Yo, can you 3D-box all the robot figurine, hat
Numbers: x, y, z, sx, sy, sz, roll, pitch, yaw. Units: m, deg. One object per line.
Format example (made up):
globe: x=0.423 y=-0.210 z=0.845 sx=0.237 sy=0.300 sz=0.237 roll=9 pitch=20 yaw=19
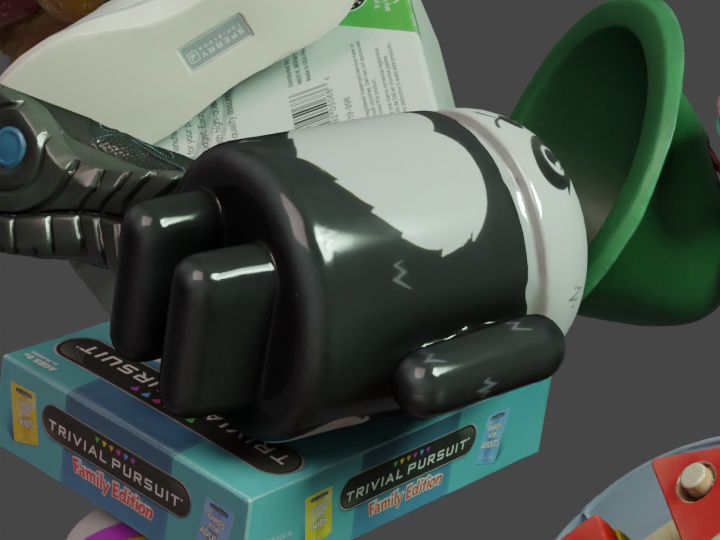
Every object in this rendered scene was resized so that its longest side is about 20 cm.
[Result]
robot figurine: x=0.000 y=-0.002 z=0.830 sx=0.200 sy=0.125 sz=0.151 roll=-11 pitch=76 yaw=-32
hat: x=0.166 y=-0.008 z=0.956 sx=0.166 sy=0.176 sz=0.200 roll=-43 pitch=31 yaw=48

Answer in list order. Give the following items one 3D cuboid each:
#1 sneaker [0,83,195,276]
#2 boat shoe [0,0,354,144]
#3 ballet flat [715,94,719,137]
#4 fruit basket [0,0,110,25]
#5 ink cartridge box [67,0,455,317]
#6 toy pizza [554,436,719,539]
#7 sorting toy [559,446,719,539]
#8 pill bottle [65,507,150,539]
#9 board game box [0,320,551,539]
sneaker: x=-0.124 y=-0.033 z=0.959 sx=0.200 sy=0.082 sz=0.073 roll=26 pitch=101 yaw=25
boat shoe: x=-0.096 y=-0.120 z=1.018 sx=0.200 sy=0.072 sz=0.069 roll=-32 pitch=25 yaw=9
ballet flat: x=0.220 y=-0.087 z=0.902 sx=0.069 sy=0.200 sz=0.071 roll=49 pitch=119 yaw=13
fruit basket: x=-0.172 y=-0.177 z=1.129 sx=0.199 sy=0.094 sz=0.185 roll=0 pitch=12 yaw=-1
ink cartridge box: x=-0.052 y=-0.065 z=1.053 sx=0.199 sy=0.083 sz=0.147 roll=-18 pitch=50 yaw=9
toy pizza: x=0.135 y=0.157 z=0.814 sx=0.200 sy=0.032 sz=0.201 roll=-31 pitch=37 yaw=27
sorting toy: x=0.136 y=0.146 z=0.729 sx=0.199 sy=0.070 sz=0.200 roll=-38 pitch=34 yaw=17
pill bottle: x=-0.076 y=0.200 z=0.850 sx=0.104 sy=0.104 sz=0.200 roll=-14 pitch=50 yaw=12
board game box: x=-0.035 y=0.060 z=0.903 sx=0.151 sy=0.047 sz=0.200 roll=25 pitch=28 yaw=34
